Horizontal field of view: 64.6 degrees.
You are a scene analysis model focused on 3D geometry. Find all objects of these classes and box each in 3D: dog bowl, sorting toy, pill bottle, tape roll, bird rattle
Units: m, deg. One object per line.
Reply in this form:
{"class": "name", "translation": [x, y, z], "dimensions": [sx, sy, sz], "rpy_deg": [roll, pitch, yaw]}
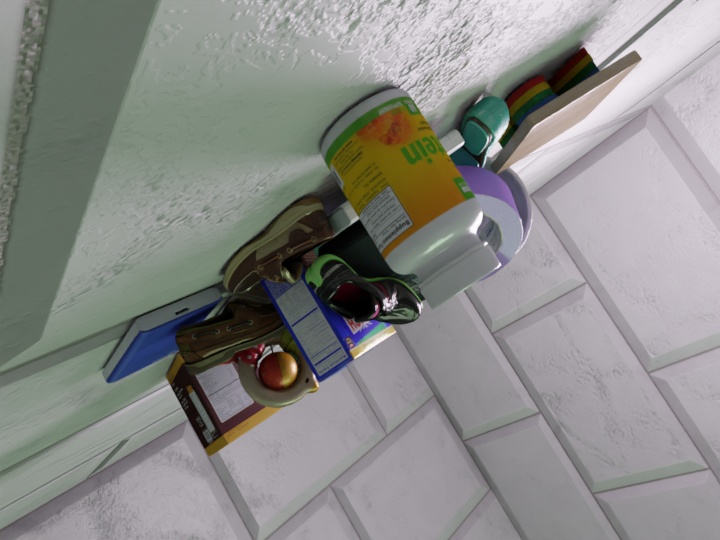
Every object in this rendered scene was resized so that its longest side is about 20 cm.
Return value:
{"class": "dog bowl", "translation": [0.202, -0.098, 1.027], "dimensions": [0.198, 0.202, 0.079], "rpy_deg": [-32, 175, -5]}
{"class": "sorting toy", "translation": [0.300, -0.262, 0.900], "dimensions": [0.198, 0.070, 0.199], "rpy_deg": [-32, 173, -8]}
{"class": "pill bottle", "translation": [0.054, -0.068, 0.576], "dimensions": [0.110, 0.202, 0.111], "rpy_deg": [-31, 173, -4]}
{"class": "tape roll", "translation": [0.146, -0.062, 0.882], "dimensions": [0.196, 0.066, 0.202], "rpy_deg": [-4, 137, -3]}
{"class": "bird rattle", "translation": [-0.145, 0.140, 0.928], "dimensions": [0.197, 0.165, 0.113], "rpy_deg": [-8, 156, -32]}

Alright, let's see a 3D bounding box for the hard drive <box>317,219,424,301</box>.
{"class": "hard drive", "translation": [0.056, -0.014, 0.825], "dimensions": [0.198, 0.033, 0.139], "rpy_deg": [24, 141, -37]}

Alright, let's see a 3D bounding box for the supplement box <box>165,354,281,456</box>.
{"class": "supplement box", "translation": [-0.296, 0.257, 1.206], "dimensions": [0.132, 0.202, 0.197], "rpy_deg": [-27, 171, -33]}

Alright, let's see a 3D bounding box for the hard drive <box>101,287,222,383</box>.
{"class": "hard drive", "translation": [-0.298, 0.099, 0.848], "dimensions": [0.131, 0.026, 0.200], "rpy_deg": [-27, 170, -44]}

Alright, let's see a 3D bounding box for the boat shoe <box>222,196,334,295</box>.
{"class": "boat shoe", "translation": [-0.108, -0.013, 0.752], "dimensions": [0.199, 0.073, 0.072], "rpy_deg": [-37, 171, 29]}

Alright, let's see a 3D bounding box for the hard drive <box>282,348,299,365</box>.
{"class": "hard drive", "translation": [-0.104, 0.101, 1.114], "dimensions": [0.037, 0.203, 0.139], "rpy_deg": [20, 141, -27]}

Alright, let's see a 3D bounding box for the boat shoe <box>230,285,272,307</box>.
{"class": "boat shoe", "translation": [-0.130, 0.032, 0.961], "dimensions": [0.073, 0.071, 0.198], "rpy_deg": [-6, 170, 43]}

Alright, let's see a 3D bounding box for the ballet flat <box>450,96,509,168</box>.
{"class": "ballet flat", "translation": [0.172, -0.193, 0.833], "dimensions": [0.070, 0.067, 0.200], "rpy_deg": [-46, 177, -9]}

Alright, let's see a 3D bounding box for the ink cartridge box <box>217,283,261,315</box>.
{"class": "ink cartridge box", "translation": [-0.224, 0.086, 1.046], "dimensions": [0.099, 0.040, 0.200], "rpy_deg": [-28, 172, -40]}

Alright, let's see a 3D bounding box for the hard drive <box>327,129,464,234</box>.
{"class": "hard drive", "translation": [0.035, -0.111, 0.766], "dimensions": [0.199, 0.027, 0.132], "rpy_deg": [-37, -175, -22]}

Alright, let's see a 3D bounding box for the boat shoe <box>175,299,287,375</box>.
{"class": "boat shoe", "translation": [-0.174, 0.077, 0.839], "dimensions": [0.198, 0.069, 0.071], "rpy_deg": [-28, -166, -34]}

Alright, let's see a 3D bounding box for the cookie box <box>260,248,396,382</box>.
{"class": "cookie box", "translation": [-0.051, 0.046, 0.872], "dimensions": [0.075, 0.202, 0.171], "rpy_deg": [-35, 173, 24]}

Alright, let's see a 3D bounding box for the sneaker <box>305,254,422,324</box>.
{"class": "sneaker", "translation": [0.010, 0.046, 0.796], "dimensions": [0.198, 0.084, 0.077], "rpy_deg": [19, 120, -35]}
